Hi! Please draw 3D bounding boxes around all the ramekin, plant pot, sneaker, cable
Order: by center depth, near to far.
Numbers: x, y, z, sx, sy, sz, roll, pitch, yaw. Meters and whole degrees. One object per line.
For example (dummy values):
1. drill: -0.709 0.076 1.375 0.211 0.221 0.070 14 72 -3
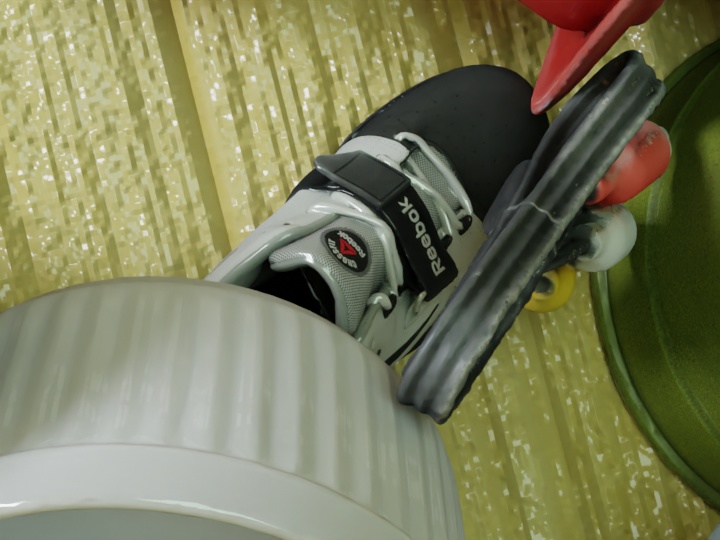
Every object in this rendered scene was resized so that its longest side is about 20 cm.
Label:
1. ramekin: -0.059 0.094 0.792 0.199 0.201 0.105 16 43 -12
2. cable: 0.065 -0.009 0.828 0.050 0.200 0.097 36 110 -2
3. sneaker: 0.000 0.000 0.879 0.074 0.088 0.200 46 71 -2
4. plant pot: 0.203 -0.011 0.880 0.199 0.193 0.202 2 81 -15

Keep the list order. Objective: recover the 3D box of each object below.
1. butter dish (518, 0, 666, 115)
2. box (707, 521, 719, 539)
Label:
1. butter dish: 0.068 -0.185 0.861 0.147 0.199 0.201 26 66 -7
2. box: 0.159 0.194 0.831 0.184 0.105 0.200 40 80 -21
